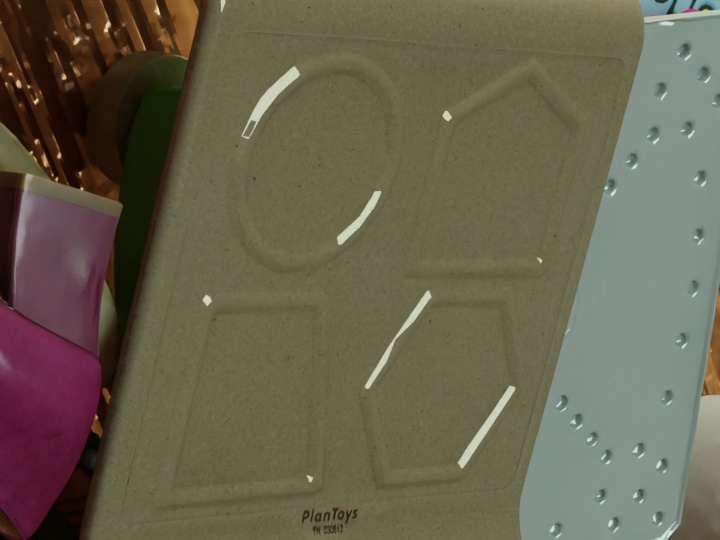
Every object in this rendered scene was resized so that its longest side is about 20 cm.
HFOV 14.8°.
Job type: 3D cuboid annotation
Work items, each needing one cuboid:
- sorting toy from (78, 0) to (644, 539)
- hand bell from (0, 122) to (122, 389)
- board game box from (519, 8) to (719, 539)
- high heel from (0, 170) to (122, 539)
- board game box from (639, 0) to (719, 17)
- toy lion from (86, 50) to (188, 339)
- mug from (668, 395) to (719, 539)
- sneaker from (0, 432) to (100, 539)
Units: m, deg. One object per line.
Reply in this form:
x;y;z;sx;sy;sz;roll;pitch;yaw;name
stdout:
0.000;0.000;0.840;0.185;0.036;0.200;-1;106;-45;sorting toy
-0.176;0.041;0.770;0.200;0.104;0.104;-35;115;-26;hand bell
0.038;0.014;0.922;0.200;0.026;0.200;-9;115;-34;board game box
-0.150;0.009;0.696;0.200;0.067;0.096;14;86;-30;high heel
0.111;-0.150;1.033;0.105;0.103;0.200;54;54;-33;board game box
-0.002;0.020;0.956;0.200;0.069;0.192;-6;103;-46;toy lion
0.206;0.150;1.084;0.148;0.175;0.200;-20;105;-44;mug
-0.100;0.151;0.841;0.098;0.071;0.201;-3;94;-48;sneaker
